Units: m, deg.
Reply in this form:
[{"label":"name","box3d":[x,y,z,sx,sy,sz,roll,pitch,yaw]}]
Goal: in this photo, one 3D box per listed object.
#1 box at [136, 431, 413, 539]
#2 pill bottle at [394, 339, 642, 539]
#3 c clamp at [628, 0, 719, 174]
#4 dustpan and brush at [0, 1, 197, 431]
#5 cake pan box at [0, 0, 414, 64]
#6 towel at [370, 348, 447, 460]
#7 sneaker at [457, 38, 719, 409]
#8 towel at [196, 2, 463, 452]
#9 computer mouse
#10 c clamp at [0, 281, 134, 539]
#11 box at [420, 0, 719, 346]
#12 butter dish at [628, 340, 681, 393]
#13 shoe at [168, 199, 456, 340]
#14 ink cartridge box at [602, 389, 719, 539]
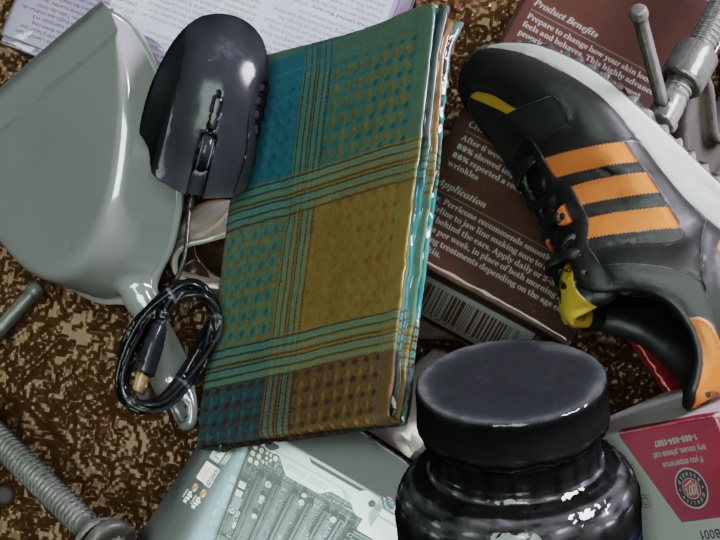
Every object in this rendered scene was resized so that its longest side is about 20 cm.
[{"label":"box","box3d":[-0.039,0.169,1.339,0.157,0.050,0.200,34,89,8]},{"label":"pill bottle","box3d":[0.073,0.139,1.241,0.111,0.112,0.201,-2,114,6]},{"label":"c clamp","box3d":[0.184,-0.125,1.305,0.027,0.171,0.200,18,55,24]},{"label":"dustpan and brush","box3d":[-0.124,-0.013,1.370,0.139,0.057,0.201,-35,60,37]},{"label":"cake pan box","box3d":[-0.067,-0.168,1.411,0.199,0.052,0.185,19,84,7]},{"label":"towel","box3d":[0.027,0.173,1.372,0.200,0.032,0.191,-42,82,1]},{"label":"sneaker","box3d":[0.107,-0.022,1.243,0.200,0.070,0.090,41,68,15]},{"label":"towel","box3d":[-0.016,-0.017,1.296,0.146,0.022,0.201,-11,66,48]},{"label":"computer mouse","box3d":[-0.082,-0.029,1.315,0.058,0.034,0.201,11,78,-10]},{"label":"c clamp","box3d":[-0.177,0.117,1.347,0.171,0.027,0.200,-45,50,1]},{"label":"box","box3d":[0.093,-0.057,1.338,0.100,0.075,0.200,29,70,2]},{"label":"butter dish","box3d":[0.239,0.015,1.309,0.199,0.148,0.200,-34,81,1]},{"label":"shoe","box3d":[0.000,0.000,1.378,0.199,0.053,0.070,4,95,8]},{"label":"ink cartridge box","box3d":[0.184,0.154,1.265,0.084,0.145,0.201,-21,92,-30]}]
